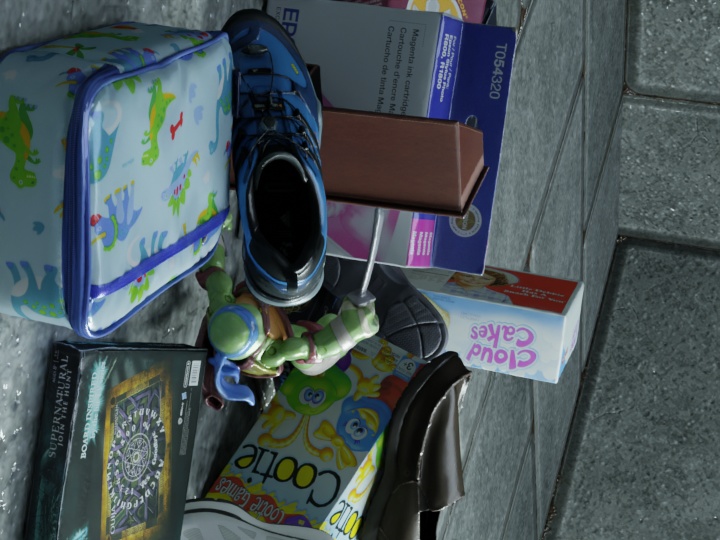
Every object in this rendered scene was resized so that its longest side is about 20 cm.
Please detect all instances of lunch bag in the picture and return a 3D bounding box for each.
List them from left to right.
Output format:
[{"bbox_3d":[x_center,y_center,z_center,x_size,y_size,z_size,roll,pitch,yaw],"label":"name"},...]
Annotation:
[{"bbox_3d":[-0.141,-0.057,0.848,0.200,0.082,0.163,-40,139,-65],"label":"lunch bag"}]

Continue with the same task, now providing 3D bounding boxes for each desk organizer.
[{"bbox_3d":[-0.011,-0.100,1.062,0.072,0.198,0.078,-60,152,-50],"label":"desk organizer"}]

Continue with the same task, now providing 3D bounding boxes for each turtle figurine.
[{"bbox_3d":[-0.050,0.006,1.068,0.194,0.142,0.202,56,38,-81],"label":"turtle figurine"}]

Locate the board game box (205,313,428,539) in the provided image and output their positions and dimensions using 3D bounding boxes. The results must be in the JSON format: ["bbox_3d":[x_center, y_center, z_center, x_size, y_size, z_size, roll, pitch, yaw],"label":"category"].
[{"bbox_3d":[-0.029,0.158,1.216,0.201,0.104,0.103,-56,155,-21],"label":"board game box"}]

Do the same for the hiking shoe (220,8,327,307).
[{"bbox_3d":[-0.051,-0.080,0.939,0.087,0.074,0.202,134,-55,-76],"label":"hiking shoe"}]

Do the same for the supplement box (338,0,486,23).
[{"bbox_3d":[0.048,-0.249,1.307,0.110,0.085,0.202,22,74,-34],"label":"supplement box"}]

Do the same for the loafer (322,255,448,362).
[{"bbox_3d":[0.000,0.000,1.255,0.072,0.201,0.063,-38,179,-3],"label":"loafer"}]

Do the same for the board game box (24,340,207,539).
[{"bbox_3d":[-0.160,0.147,0.932,0.135,0.028,0.202,7,91,-61],"label":"board game box"}]

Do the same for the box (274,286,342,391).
[{"bbox_3d":[-0.027,0.045,1.360,0.200,0.049,0.201,82,24,-44],"label":"box"}]

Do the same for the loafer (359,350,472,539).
[{"bbox_3d":[0.061,0.161,1.186,0.073,0.071,0.202,-23,133,-55],"label":"loafer"}]

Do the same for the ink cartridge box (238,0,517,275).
[{"bbox_3d":[0.011,-0.106,1.132,0.043,0.198,0.199,-7,105,-73],"label":"ink cartridge box"}]

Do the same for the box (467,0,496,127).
[{"bbox_3d":[0.077,-0.165,1.503,0.148,0.103,0.202,-63,156,-48],"label":"box"}]

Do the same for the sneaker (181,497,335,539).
[{"bbox_3d":[-0.071,0.224,1.032,0.199,0.115,0.076,13,101,-35],"label":"sneaker"}]

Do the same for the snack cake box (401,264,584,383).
[{"bbox_3d":[0.101,0.039,1.351,0.115,0.198,0.068,-38,136,-68],"label":"snack cake box"}]
